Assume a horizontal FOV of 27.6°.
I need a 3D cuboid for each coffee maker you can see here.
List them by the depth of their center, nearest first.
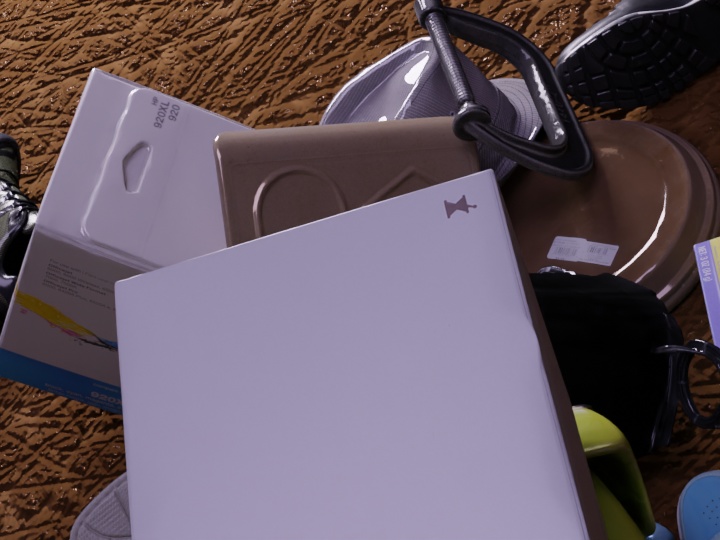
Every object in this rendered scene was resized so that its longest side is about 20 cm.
[{"bbox_3d":[0.077,0.053,0.841,0.192,0.199,0.136,-22,72,55],"label":"coffee maker"}]

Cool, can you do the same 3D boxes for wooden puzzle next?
[{"bbox_3d":[0.000,0.000,0.978,0.184,0.046,0.202,-6,78,-19],"label":"wooden puzzle"}]

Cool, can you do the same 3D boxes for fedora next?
[{"bbox_3d":[0.037,-0.104,1.091,0.200,0.090,0.177,-48,32,-12],"label":"fedora"}]

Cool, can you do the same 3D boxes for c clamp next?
[{"bbox_3d":[0.081,-0.140,1.039,0.027,0.170,0.201,-52,41,32],"label":"c clamp"}]

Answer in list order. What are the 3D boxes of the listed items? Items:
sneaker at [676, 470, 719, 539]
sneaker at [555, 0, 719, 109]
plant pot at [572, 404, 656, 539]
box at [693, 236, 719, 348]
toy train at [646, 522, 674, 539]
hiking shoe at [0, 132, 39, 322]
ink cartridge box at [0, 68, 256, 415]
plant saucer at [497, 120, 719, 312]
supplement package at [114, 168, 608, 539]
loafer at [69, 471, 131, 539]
[{"bbox_3d":[0.212,0.157,0.754,0.079,0.131,0.200,-34,43,5],"label":"sneaker"},{"bbox_3d":[0.230,-0.190,1.086,0.199,0.076,0.088,-26,35,1],"label":"sneaker"},{"bbox_3d":[0.072,0.185,0.731,0.198,0.199,0.183,-14,63,10],"label":"plant pot"},{"bbox_3d":[0.309,0.010,0.877,0.199,0.048,0.118,-17,47,17],"label":"box"},{"bbox_3d":[0.087,0.208,0.846,0.150,0.056,0.200,23,69,43],"label":"toy train"},{"bbox_3d":[-0.307,-0.038,1.301,0.100,0.076,0.201,-10,58,14],"label":"hiking shoe"},{"bbox_3d":[-0.164,-0.010,1.056,0.200,0.144,0.148,123,162,-52],"label":"ink cartridge box"},{"bbox_3d":[0.153,-0.032,1.024,0.199,0.030,0.201,-17,48,19],"label":"plant saucer"},{"bbox_3d":[0.015,0.094,0.571,0.150,0.200,0.153,-16,56,8],"label":"supplement package"},{"bbox_3d":[-0.102,0.147,1.003,0.199,0.063,0.072,-31,81,-6],"label":"loafer"}]
